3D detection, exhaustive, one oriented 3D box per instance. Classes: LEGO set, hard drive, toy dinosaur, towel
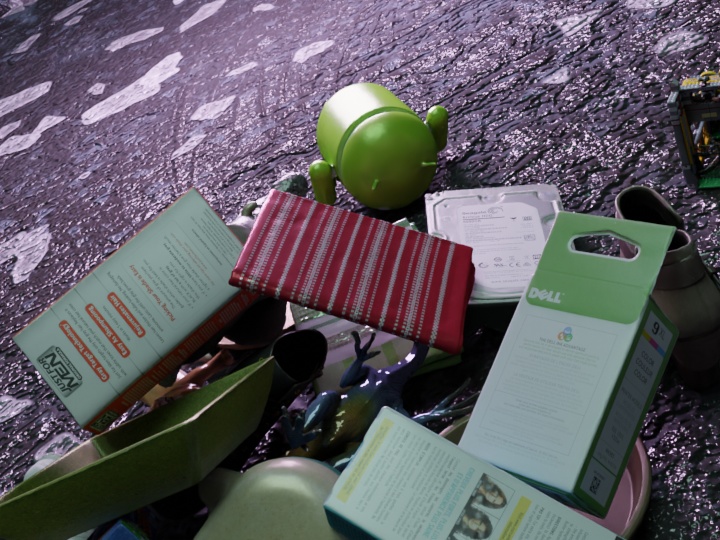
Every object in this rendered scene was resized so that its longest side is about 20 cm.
[{"bbox_3d":[0.380,-0.164,1.052,0.198,0.117,0.154,5,42,40],"label":"LEGO set"},{"bbox_3d":[0.132,-0.015,1.053,0.137,0.038,0.201,-3,33,3],"label":"hard drive"},{"bbox_3d":[-0.006,0.102,0.944,0.198,0.106,0.181,-25,11,34],"label":"toy dinosaur"},{"bbox_3d":[0.009,0.041,1.077,0.147,0.031,0.201,-21,41,2],"label":"towel"},{"bbox_3d":[0.000,0.000,0.943,0.197,0.023,0.145,17,35,1],"label":"towel"}]

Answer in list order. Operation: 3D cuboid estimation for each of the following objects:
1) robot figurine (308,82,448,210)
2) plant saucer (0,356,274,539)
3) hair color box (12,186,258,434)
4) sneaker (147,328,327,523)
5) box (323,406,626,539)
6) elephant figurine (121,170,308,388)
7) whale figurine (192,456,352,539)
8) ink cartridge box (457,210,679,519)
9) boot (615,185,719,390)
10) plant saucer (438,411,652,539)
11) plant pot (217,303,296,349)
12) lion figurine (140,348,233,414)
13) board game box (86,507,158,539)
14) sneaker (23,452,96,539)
[{"bbox_3d":[0.017,-0.144,1.283,0.173,0.117,0.200,-24,31,-7],"label":"robot figurine"},{"bbox_3d":[-0.168,0.146,0.866,0.198,0.048,0.200,-25,3,15],"label":"plant saucer"},{"bbox_3d":[-0.184,0.035,0.956,0.199,0.102,0.061,-40,-10,-9],"label":"hair color box"},{"bbox_3d":[-0.111,0.126,0.971,0.201,0.075,0.106,-52,7,-35],"label":"sneaker"},{"bbox_3d":[0.080,0.176,0.727,0.198,0.049,0.083,28,67,18],"label":"box"},{"bbox_3d":[-0.118,0.001,1.057,0.197,0.157,0.141,-17,3,-10],"label":"elephant figurine"},{"bbox_3d":[-0.076,0.222,0.826,0.199,0.104,0.161,-32,73,14],"label":"whale figurine"},{"bbox_3d":[0.159,0.064,0.804,0.103,0.059,0.202,11,71,45],"label":"ink cartridge box"},{"bbox_3d":[0.229,-0.001,0.890,0.070,0.148,0.200,-27,31,-6],"label":"boot"},{"bbox_3d":[0.119,0.171,0.828,0.197,0.030,0.201,-18,32,11],"label":"plant saucer"},{"bbox_3d":[-0.093,0.021,1.205,0.197,0.028,0.201,-19,32,12],"label":"plant pot"},{"bbox_3d":[-0.190,0.115,1.098,0.122,0.073,0.199,-35,26,-19],"label":"lion figurine"},{"bbox_3d":[-0.232,0.263,0.832,0.200,0.034,0.135,-48,6,-7],"label":"board game box"},{"bbox_3d":[-0.257,0.226,0.976,0.087,0.075,0.199,-44,35,-20],"label":"sneaker"}]
